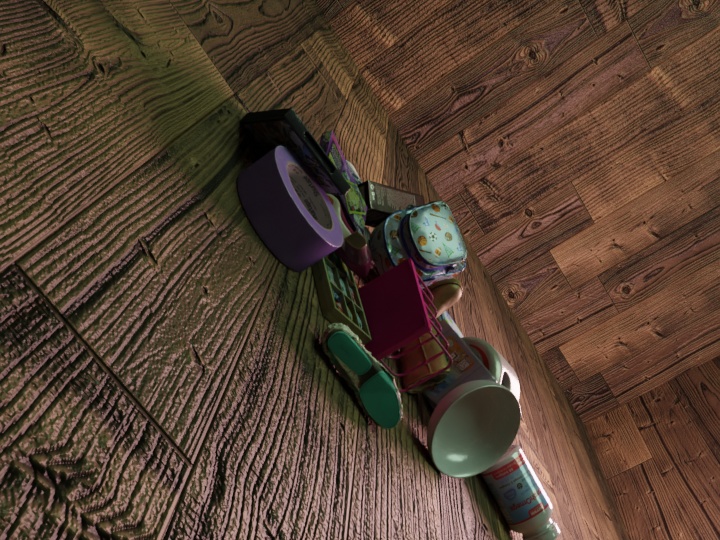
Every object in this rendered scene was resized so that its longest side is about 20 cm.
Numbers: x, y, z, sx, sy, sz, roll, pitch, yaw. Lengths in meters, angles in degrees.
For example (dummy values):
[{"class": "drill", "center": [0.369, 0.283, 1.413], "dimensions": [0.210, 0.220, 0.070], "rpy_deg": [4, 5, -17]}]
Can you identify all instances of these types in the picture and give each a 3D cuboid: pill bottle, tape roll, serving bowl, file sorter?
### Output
[{"class": "pill bottle", "center": [0.349, 0.494, 1.537], "dimensions": [0.202, 0.108, 0.109], "rpy_deg": [61, 16, 8]}, {"class": "tape roll", "center": [-0.118, -0.106, 1.215], "dimensions": [0.201, 0.084, 0.201], "rpy_deg": [52, 17, -23]}, {"class": "serving bowl", "center": [0.205, 0.289, 1.335], "dimensions": [0.200, 0.200, 0.066], "rpy_deg": [48, -2, -33]}, {"class": "file sorter", "center": [0.083, 0.109, 1.352], "dimensions": [0.126, 0.138, 0.202], "rpy_deg": [50, 18, -34]}]

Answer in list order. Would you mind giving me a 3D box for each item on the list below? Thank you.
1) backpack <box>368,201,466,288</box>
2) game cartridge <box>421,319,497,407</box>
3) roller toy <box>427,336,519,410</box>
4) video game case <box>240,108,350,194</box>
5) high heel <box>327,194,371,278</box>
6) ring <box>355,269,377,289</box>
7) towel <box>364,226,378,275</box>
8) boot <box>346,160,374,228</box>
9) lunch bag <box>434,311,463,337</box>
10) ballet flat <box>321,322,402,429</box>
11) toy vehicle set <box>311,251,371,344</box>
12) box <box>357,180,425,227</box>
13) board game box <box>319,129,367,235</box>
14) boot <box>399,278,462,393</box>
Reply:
[{"class": "backpack", "center": [0.120, -0.049, 1.502], "dimensions": [0.203, 0.188, 0.154], "rpy_deg": [66, -27, 14]}, {"class": "game cartridge", "center": [0.172, 0.201, 1.437], "dimensions": [0.200, 0.132, 0.042], "rpy_deg": [51, -6, 46]}, {"class": "roller toy", "center": [0.231, 0.240, 1.494], "dimensions": [0.140, 0.181, 0.202], "rpy_deg": [43, 22, -42]}, {"class": "video game case", "center": [-0.123, -0.219, 1.312], "dimensions": [0.181, 0.026, 0.199], "rpy_deg": [52, -18, -28]}, {"class": "high heel", "center": [-0.049, -0.070, 1.366], "dimensions": [0.201, 0.067, 0.097], "rpy_deg": [53, -21, 35]}, {"class": "ring", "center": [0.000, 0.000, 1.515], "dimensions": [0.202, 0.019, 0.201], "rpy_deg": [54, 16, -23]}, {"class": "towel", "center": [0.018, -0.056, 1.593], "dimensions": [0.148, 0.030, 0.200], "rpy_deg": [64, 12, 26]}, {"class": "boot", "center": [-0.012, -0.177, 1.735], "dimensions": [0.201, 0.072, 0.090], "rpy_deg": [51, 24, -4]}, {"class": "lunch bag", "center": [0.211, 0.197, 1.699], "dimensions": [0.161, 0.082, 0.201], "rpy_deg": [50, 18, -28]}, {"class": "ballet flat", "center": [0.006, 0.163, 1.141], "dimensions": [0.202, 0.075, 0.064], "rpy_deg": [59, -1, -14]}, {"class": "toy vehicle set", "center": [-0.043, 0.030, 1.307], "dimensions": [0.124, 0.026, 0.202], "rpy_deg": [44, 22, -45]}, {"class": "box", "center": [0.057, -0.148, 1.678], "dimensions": [0.198, 0.099, 0.077], "rpy_deg": [6, 72, -44]}, {"class": "board game box", "center": [-0.037, -0.169, 1.445], "dimensions": [0.121, 0.032, 0.202], "rpy_deg": [-76, 147, -47]}, {"class": "boot", "center": [0.152, 0.133, 1.440], "dimensions": [0.066, 0.173, 0.202], "rpy_deg": [44, 24, -40]}]
